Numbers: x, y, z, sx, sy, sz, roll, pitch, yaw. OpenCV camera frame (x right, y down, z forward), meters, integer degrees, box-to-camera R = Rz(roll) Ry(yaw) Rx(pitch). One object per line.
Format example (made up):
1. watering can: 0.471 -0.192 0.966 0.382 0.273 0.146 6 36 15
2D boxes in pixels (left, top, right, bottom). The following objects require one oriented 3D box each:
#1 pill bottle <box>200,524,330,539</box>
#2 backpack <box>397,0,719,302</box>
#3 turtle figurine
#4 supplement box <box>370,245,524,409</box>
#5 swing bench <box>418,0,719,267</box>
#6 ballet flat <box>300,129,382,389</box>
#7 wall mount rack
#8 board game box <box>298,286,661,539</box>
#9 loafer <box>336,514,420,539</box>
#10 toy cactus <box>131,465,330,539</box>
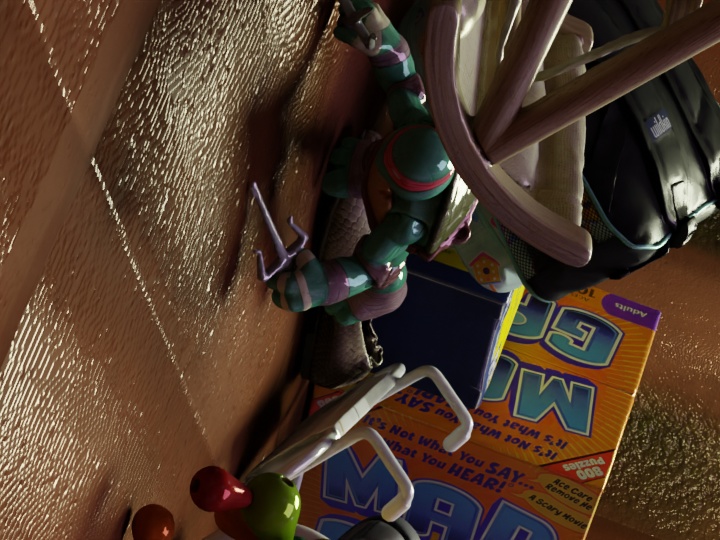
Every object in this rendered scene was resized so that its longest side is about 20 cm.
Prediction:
1. pill bottle: -0.053 0.226 1.042 0.201 0.110 0.112 97 14 -56
2. backpack: 0.112 -0.098 1.132 0.153 0.202 0.175 -21 -173 44
3. turtle figurine: 0.009 -0.041 0.928 0.200 0.100 0.151 101 10 -77
4. supplement box: 0.064 -0.031 1.263 0.109 0.108 0.201 100 11 -50
5. swing bench: 0.104 -0.147 0.802 0.200 0.129 0.200 -46 -162 28
6. ballet flat: 0.000 0.000 1.118 0.201 0.046 0.068 101 11 -45
7. wall mount rack: -0.027 0.131 1.135 0.173 0.075 0.200 -33 -178 25
8. board game box: 0.074 0.125 1.359 0.200 0.198 0.201 -60 167 -50
9. loafer: -0.044 0.224 1.173 0.200 0.072 0.063 -49 161 17
10. toy cactus: -0.041 0.178 0.878 0.164 0.102 0.202 1 108 -39
